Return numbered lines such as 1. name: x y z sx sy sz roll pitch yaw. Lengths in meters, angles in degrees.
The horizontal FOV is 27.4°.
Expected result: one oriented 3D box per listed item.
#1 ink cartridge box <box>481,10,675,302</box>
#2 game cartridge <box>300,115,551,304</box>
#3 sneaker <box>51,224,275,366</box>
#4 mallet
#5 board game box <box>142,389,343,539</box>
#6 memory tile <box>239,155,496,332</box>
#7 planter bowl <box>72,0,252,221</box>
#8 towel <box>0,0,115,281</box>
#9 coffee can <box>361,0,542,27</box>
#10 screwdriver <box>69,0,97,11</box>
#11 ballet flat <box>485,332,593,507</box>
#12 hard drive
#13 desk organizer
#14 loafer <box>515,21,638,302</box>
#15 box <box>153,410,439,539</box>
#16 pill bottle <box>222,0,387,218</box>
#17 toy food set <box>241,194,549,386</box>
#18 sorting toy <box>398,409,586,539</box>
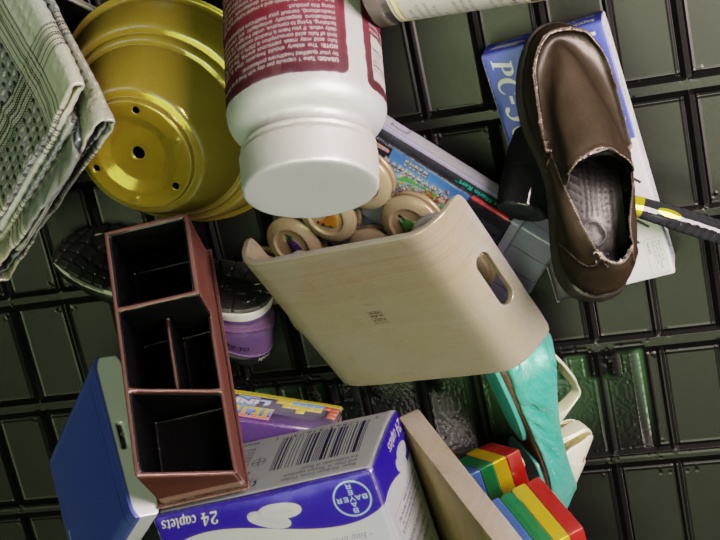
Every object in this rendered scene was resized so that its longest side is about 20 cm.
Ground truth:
1. ink cartridge box: 0.165 -0.084 1.111 0.094 0.044 0.201 -15 106 17
2. game cartridge: 0.046 -0.037 1.134 0.200 0.038 0.130 32 139 6
3. sneaker: -0.166 0.030 1.220 0.199 0.076 0.088 17 134 18
4. mallet: 0.193 -0.039 1.068 0.199 0.041 0.066 24 76 -2
5. board game box: -0.119 0.185 1.250 0.199 0.057 0.166 7 113 11
6. memory tile: 0.000 0.000 1.159 0.153 0.017 0.200 42 136 -5
7. planter bowl: -0.158 -0.106 1.139 0.200 0.084 0.201 9 124 13
8. towel: -0.277 -0.121 1.147 0.193 0.034 0.200 -49 57 30
9. coffee can: 0.100 -0.253 1.009 0.199 0.146 0.147 -6 109 15
10. screwdriver: -0.191 -0.192 1.164 0.199 0.028 0.029 22 73 3
11. ballet flat: 0.150 0.126 1.176 0.070 0.067 0.200 -24 123 -9
12. hard drive: -0.211 0.172 1.197 0.200 0.025 0.132 -55 48 54
13. desk organizer: -0.139 0.066 1.101 0.071 0.077 0.201 -13 66 2
14. loafer: 0.161 -0.082 1.016 0.073 0.071 0.201 -9 80 -15
15. box: -0.036 0.236 1.164 0.183 0.105 0.201 -14 108 15
16. pill bottle: -0.041 -0.147 1.049 0.114 0.114 0.201 -11 67 17
17. toy food set: 0.024 0.014 1.113 0.200 0.061 0.144 -9 131 38
18. sorting toy: 0.122 0.223 1.153 0.069 0.199 0.200 -25 122 -10
